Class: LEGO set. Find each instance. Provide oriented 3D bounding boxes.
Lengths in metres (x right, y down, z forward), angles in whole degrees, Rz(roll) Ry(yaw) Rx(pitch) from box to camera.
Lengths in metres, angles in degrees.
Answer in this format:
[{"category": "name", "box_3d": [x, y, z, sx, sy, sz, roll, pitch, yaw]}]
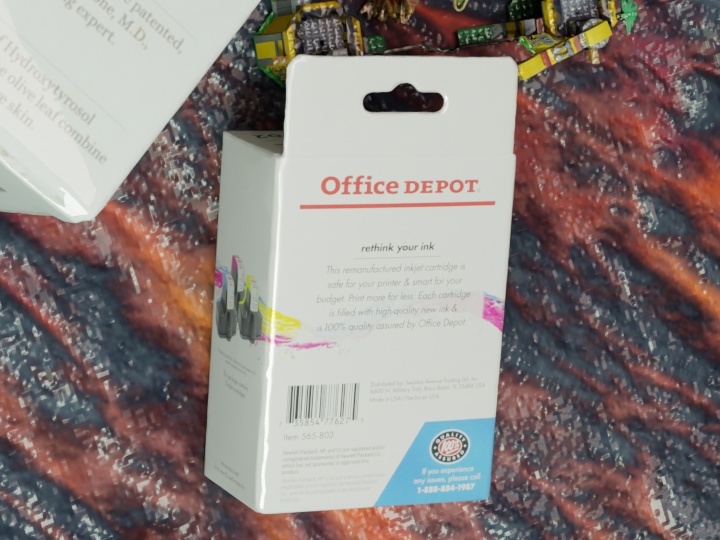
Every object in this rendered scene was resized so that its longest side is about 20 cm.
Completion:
[{"category": "LEGO set", "box_3d": [0.045, -0.152, 1.205, 0.200, 0.116, 0.154, -1, 92, -24]}]

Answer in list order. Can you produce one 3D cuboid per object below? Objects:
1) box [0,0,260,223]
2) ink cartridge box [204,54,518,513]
[{"category": "box", "box_3d": [-0.160, -0.143, 1.067, 0.200, 0.199, 0.171, 41, 75, -22]}, {"category": "ink cartridge box", "box_3d": [0.000, 0.000, 1.200, 0.115, 0.068, 0.200, -1, 103, -25]}]
